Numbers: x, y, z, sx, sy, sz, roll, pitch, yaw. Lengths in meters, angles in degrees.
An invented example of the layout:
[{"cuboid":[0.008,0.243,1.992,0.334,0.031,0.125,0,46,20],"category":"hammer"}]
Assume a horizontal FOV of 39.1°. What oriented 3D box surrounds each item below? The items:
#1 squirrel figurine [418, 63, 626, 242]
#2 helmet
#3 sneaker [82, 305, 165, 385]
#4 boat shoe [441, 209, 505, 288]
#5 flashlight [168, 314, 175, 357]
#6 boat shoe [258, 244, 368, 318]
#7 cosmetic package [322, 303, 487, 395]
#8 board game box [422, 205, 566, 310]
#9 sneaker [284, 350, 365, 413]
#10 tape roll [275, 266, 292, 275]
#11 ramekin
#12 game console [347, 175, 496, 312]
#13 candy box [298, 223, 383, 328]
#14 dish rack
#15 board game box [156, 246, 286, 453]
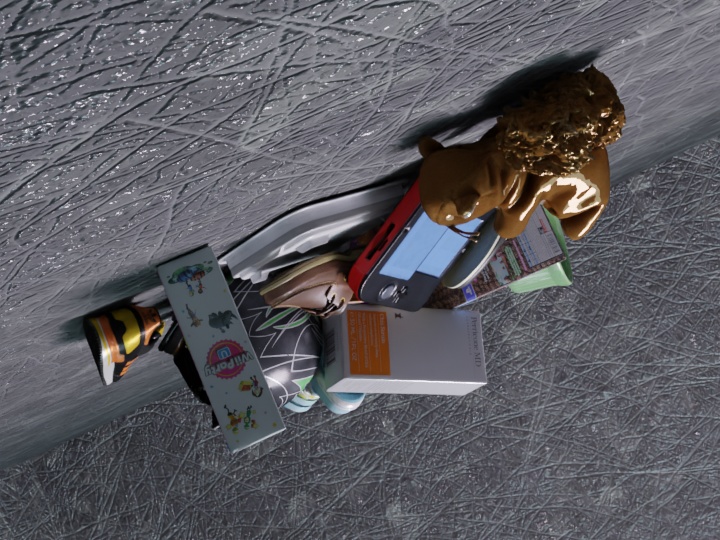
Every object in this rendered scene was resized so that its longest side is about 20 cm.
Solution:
[{"cuboid":[0.150,-0.113,0.972,0.186,0.142,0.200,-10,155,-28],"category":"squirrel figurine"},{"cuboid":[-0.142,0.093,1.290,0.191,0.200,0.200,-39,167,38],"category":"helmet"},{"cuboid":[-0.275,0.085,1.207,0.090,0.070,0.200,-20,172,-16],"category":"sneaker"},{"cuboid":[0.168,-0.061,1.269,0.063,0.074,0.202,23,99,-46],"category":"boat shoe"},{"cuboid":[-0.172,0.100,1.461,0.200,0.068,0.068,7,145,-23],"category":"flashlight"},{"cuboid":[-0.037,0.018,1.161,0.072,0.068,0.200,-27,174,31],"category":"boat shoe"},{"cuboid":[0.056,0.104,1.310,0.200,0.102,0.071,4,160,-22],"category":"cosmetic package"},{"cuboid":[0.156,-0.046,1.395,0.200,0.160,0.097,-20,174,-34],"category":"board game box"},{"cuboid":[-0.062,0.163,1.395,0.079,0.200,0.131,18,112,-25],"category":"sneaker"},{"cuboid":[-0.104,0.023,1.609,0.203,0.037,0.203,-25,175,-2],"category":"tape roll"},{"cuboid":[0.277,-0.059,1.693,0.098,0.200,0.200,-18,178,17],"category":"ramekin"},{"cuboid":[0.083,-0.039,1.173,0.200,0.031,0.177,-53,148,12],"category":"game console"},{"cuboid":[0.000,0.000,1.345,0.056,0.117,0.200,-12,168,-36],"category":"candy box"},{"cuboid":[-0.046,-0.040,1.150,0.200,0.044,0.172,-19,174,-45],"category":"dish rack"},{"cuboid":[-0.147,0.087,1.073,0.064,0.200,0.148,-23,175,-9],"category":"board game box"}]
